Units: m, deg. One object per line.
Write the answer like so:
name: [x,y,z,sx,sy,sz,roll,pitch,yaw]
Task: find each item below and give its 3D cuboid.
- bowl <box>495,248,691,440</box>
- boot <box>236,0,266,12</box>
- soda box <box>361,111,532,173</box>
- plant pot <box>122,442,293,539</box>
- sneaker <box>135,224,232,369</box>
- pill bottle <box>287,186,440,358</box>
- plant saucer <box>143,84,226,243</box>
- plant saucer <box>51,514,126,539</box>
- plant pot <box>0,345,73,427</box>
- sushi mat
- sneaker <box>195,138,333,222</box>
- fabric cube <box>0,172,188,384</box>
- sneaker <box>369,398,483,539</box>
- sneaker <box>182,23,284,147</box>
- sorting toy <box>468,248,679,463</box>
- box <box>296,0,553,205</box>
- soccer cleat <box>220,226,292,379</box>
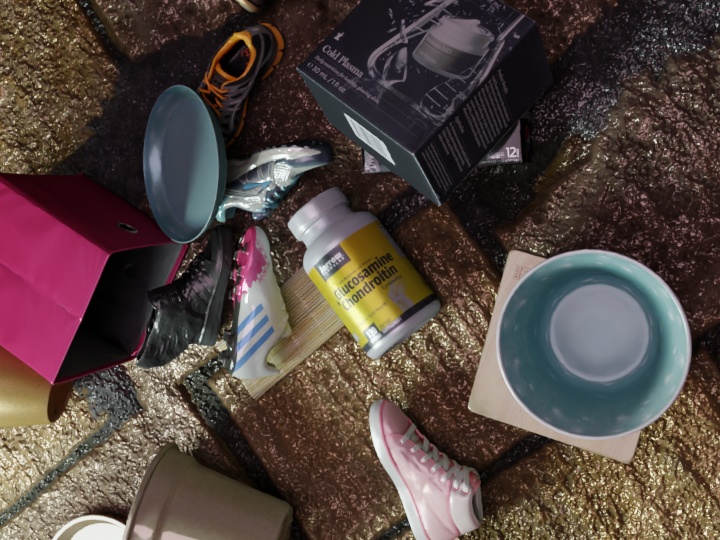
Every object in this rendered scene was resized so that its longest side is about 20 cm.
bowl: [0.255,0.074,1.101,0.200,0.105,0.202,2,95,19]
boot: [-0.116,-0.445,1.267,0.166,0.072,0.201,-23,81,27]
soda box: [0.103,-0.154,1.224,0.199,0.071,0.064,-1,95,20]
plant pot: [-0.192,0.346,1.323,0.182,0.200,0.202,14,100,7]
sneaker: [-0.234,0.034,1.343,0.104,0.060,0.201,7,103,-19]
pill bottle: [0.000,0.000,1.253,0.112,0.112,0.200,-40,82,18]
plant saucer: [-0.223,-0.136,1.307,0.200,0.027,0.202,8,100,52]
plant saucer: [-0.367,0.447,1.466,0.199,0.029,0.202,2,96,19]
plant pot: [-0.514,0.146,1.424,0.199,0.186,0.188,14,100,4]
sushi mat: [-0.097,0.077,1.347,0.200,0.012,0.096,-41,81,18]
sneaker: [-0.116,-0.114,1.310,0.199,0.078,0.087,-12,97,29]
fabric cube: [-0.385,0.001,1.344,0.199,0.196,0.201,32,105,15]
sneaker: [0.090,0.242,1.263,0.104,0.075,0.201,-21,96,24]
sneaker: [-0.179,-0.235,1.313,0.078,0.077,0.201,35,107,11]
sorting toy: [0.251,0.095,1.197,0.198,0.070,0.201,17,100,17]
box: [0.074,-0.219,1.145,0.197,0.124,0.200,-47,60,-6]
soccer cleat: [-0.127,0.043,1.314,0.086,0.070,0.201,6,101,-16]
